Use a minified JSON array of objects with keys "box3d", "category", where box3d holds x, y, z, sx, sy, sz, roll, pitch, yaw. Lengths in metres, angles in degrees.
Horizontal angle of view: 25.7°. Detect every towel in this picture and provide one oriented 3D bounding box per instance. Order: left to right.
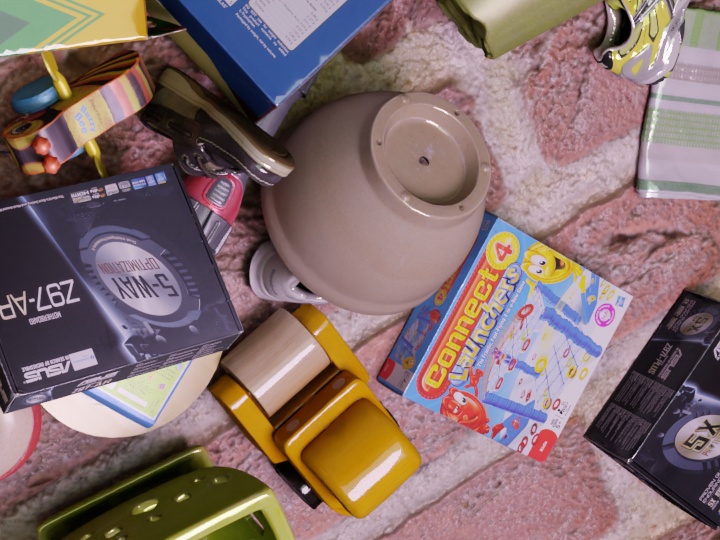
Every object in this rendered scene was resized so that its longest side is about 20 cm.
[{"box3d":[0.364,-0.169,1.638,0.149,0.031,0.200,1,104,-29],"category":"towel"}]

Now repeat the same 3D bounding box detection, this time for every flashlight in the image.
[{"box3d":[-0.105,-0.112,1.386,0.200,0.068,0.068,-61,157,-11],"category":"flashlight"}]

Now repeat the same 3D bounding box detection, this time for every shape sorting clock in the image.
[{"box3d":[-0.211,0.049,1.395,0.200,0.039,0.200,-6,103,-27],"category":"shape sorting clock"}]

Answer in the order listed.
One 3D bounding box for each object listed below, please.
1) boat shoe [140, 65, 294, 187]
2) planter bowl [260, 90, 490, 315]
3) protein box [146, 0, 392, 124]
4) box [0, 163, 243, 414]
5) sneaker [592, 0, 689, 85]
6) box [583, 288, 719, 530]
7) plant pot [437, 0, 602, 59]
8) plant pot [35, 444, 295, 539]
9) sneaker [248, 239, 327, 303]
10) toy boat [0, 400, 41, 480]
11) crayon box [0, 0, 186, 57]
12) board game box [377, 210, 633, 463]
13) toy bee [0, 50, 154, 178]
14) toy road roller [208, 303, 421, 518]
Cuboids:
[{"box3d":[-0.123,-0.107,1.308,0.072,0.201,0.066,30,97,-41],"category":"boat shoe"},{"box3d":[0.030,-0.076,1.380,0.200,0.135,0.200,11,64,-25],"category":"planter bowl"},{"box3d":[-0.073,-0.264,1.288,0.200,0.135,0.199,-44,98,-10],"category":"protein box"},{"box3d":[-0.215,0.011,1.264,0.200,0.044,0.160,-15,74,-29],"category":"box"},{"box3d":[0.284,-0.282,1.538,0.076,0.075,0.200,5,101,-29],"category":"sneaker"},{"box3d":[0.368,0.150,1.699,0.164,0.086,0.200,38,86,-30],"category":"box"},{"box3d":[0.156,-0.294,1.419,0.190,0.200,0.200,-37,118,0],"category":"plant pot"},{"box3d":[-0.167,0.284,1.404,0.200,0.181,0.199,-26,115,-19],"category":"plant pot"},{"box3d":[0.000,0.000,1.465,0.200,0.087,0.075,-14,109,-24],"category":"sneaker"},{"box3d":[-0.335,0.082,1.299,0.130,0.131,0.200,-32,82,12],"category":"toy boat"},{"box3d":[-0.254,-0.207,1.251,0.200,0.127,0.051,-12,109,-25],"category":"crayon box"},{"box3d":[0.147,0.067,1.578,0.196,0.056,0.200,27,91,-31],"category":"board game box"},{"box3d":[-0.246,-0.109,1.293,0.200,0.109,0.131,-50,122,-6],"category":"toy bee"},{"box3d":[-0.029,0.141,1.455,0.123,0.146,0.200,-42,119,-11],"category":"toy road roller"}]
